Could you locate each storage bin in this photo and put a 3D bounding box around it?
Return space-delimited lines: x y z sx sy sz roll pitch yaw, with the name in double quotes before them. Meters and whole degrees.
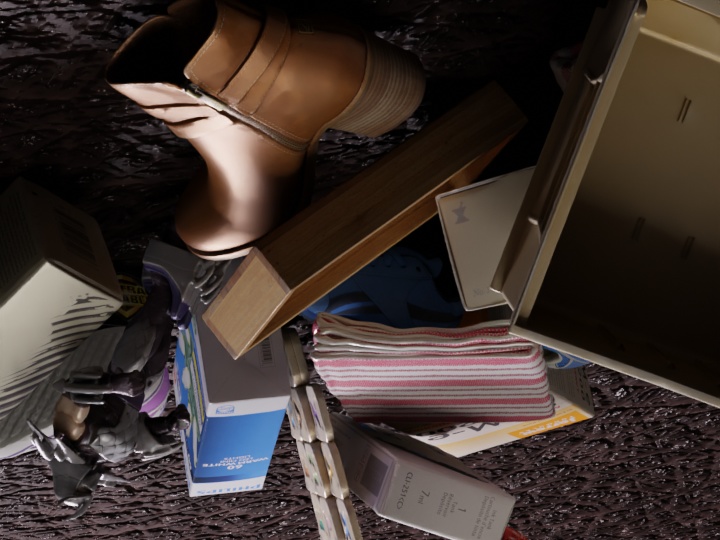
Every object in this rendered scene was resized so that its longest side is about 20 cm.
"storage bin" 0.199 -0.035 1.156 0.198 0.200 0.094 20 -171 -8

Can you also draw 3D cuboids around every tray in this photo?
"tray" 0.003 -0.031 1.246 0.200 0.037 0.099 -37 173 -33

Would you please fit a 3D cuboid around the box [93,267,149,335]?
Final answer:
"box" -0.250 0.044 1.435 0.199 0.046 0.159 5 153 -33

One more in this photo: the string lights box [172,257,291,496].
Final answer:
"string lights box" -0.092 0.078 1.507 0.058 0.104 0.200 -6 157 -11

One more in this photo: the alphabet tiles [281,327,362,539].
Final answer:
"alphabet tiles" -0.031 0.140 1.534 0.014 0.202 0.196 -16 180 -8

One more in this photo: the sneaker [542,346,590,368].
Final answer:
"sneaker" 0.143 0.029 1.489 0.076 0.077 0.200 -7 177 -6

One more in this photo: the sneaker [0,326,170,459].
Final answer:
"sneaker" -0.223 0.101 1.428 0.198 0.073 0.114 -9 160 -4

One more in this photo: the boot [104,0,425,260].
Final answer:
"boot" -0.080 -0.083 1.177 0.154 0.074 0.200 13 138 -43

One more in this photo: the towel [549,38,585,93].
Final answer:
"towel" 0.219 -0.118 1.266 0.198 0.030 0.146 -15 156 13

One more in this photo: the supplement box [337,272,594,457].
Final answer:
"supplement box" 0.078 0.072 1.602 0.125 0.074 0.200 -19 156 24

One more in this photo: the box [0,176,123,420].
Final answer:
"box" -0.239 0.044 1.300 0.200 0.082 0.068 -42 134 19

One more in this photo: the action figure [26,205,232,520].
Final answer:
"action figure" -0.138 0.061 1.321 0.069 0.201 0.130 23 169 13

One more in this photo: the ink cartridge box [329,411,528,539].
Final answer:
"ink cartridge box" 0.071 0.163 1.537 0.175 0.045 0.200 21 -179 -15

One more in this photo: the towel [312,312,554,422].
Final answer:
"towel" 0.052 0.067 1.417 0.145 0.030 0.200 0 163 9

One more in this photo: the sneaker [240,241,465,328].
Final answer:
"sneaker" 0.000 0.000 1.432 0.079 0.066 0.199 -48 138 16

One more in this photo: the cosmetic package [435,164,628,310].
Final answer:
"cosmetic package" 0.123 -0.024 1.314 0.103 0.074 0.200 -15 178 17
